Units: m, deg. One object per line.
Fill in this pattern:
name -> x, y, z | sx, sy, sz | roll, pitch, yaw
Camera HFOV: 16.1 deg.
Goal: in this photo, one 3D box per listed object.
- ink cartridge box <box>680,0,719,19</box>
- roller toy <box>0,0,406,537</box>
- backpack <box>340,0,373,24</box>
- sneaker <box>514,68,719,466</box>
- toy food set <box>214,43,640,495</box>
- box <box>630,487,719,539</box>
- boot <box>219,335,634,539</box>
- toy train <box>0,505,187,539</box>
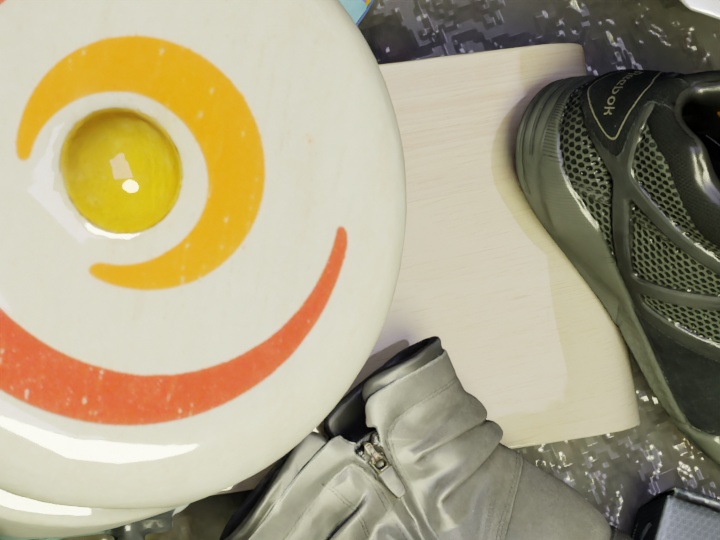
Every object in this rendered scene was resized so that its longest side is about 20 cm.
ink cartridge box -> 0.191, -0.163, 0.994 | 0.115, 0.067, 0.201 | 20, 74, -4
roller toy -> -0.082, -0.018, 0.750 | 0.200, 0.140, 0.183 | -31, 91, -22
backpack -> -0.082, -0.154, 0.880 | 0.199, 0.135, 0.183 | 26, 71, 20
sneaker -> 0.149, 0.007, 0.899 | 0.076, 0.114, 0.200 | -49, 114, -30
toy food set -> 0.000, 0.000, 0.931 | 0.199, 0.060, 0.144 | -8, 89, -11
box -> 0.152, 0.196, 0.907 | 0.157, 0.051, 0.201 | 19, 74, -4
boot -> -0.003, 0.131, 0.872 | 0.132, 0.070, 0.200 | 41, 71, -11
toy train -> -0.147, 0.044, 0.838 | 0.199, 0.085, 0.115 | -4, 83, -20
